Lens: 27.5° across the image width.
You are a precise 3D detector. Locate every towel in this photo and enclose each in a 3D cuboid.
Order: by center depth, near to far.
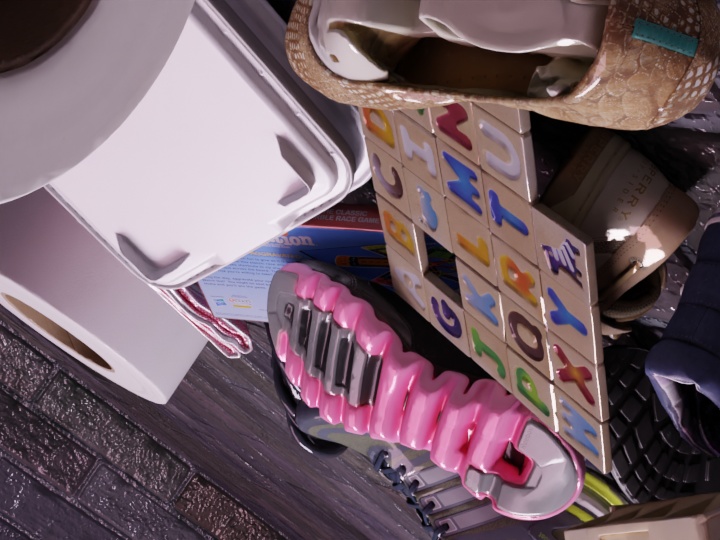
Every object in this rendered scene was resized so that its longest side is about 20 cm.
[{"bbox_3d":[-0.130,-0.042,0.961,0.146,0.030,0.200,46,-167,-31],"label":"towel"}]

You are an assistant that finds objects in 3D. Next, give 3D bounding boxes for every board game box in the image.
[{"bbox_3d":[0.000,0.000,0.810,0.198,0.020,0.103,5,148,15],"label":"board game box"}]

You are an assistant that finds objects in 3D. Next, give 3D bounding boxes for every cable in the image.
[{"bbox_3d":[-0.053,0.034,1.000,0.201,0.050,0.164,70,-174,-47],"label":"cable"}]

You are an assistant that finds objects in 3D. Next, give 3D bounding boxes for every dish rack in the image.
[{"bbox_3d":[-0.106,-0.077,0.719,0.171,0.044,0.200,-27,119,32],"label":"dish rack"}]

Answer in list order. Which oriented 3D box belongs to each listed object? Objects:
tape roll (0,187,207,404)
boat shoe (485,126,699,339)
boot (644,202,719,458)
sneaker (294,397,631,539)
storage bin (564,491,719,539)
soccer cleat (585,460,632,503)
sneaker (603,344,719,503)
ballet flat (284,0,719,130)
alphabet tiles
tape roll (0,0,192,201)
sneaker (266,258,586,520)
[{"bbox_3d":[-0.197,-0.007,1.153,0.202,0.140,0.203,31,165,10],"label":"tape roll"},{"bbox_3d":[0.103,0.005,0.676,0.064,0.072,0.200,32,164,9],"label":"boat shoe"},{"bbox_3d":[0.179,0.055,0.632,0.072,0.091,0.200,19,159,44],"label":"boot"},{"bbox_3d":[0.050,0.123,0.823,0.199,0.081,0.074,23,163,9],"label":"sneaker"},{"bbox_3d":[0.211,0.136,0.633,0.197,0.095,0.200,-4,169,-9],"label":"storage bin"},{"bbox_3d":[0.172,0.169,0.916,0.076,0.201,0.067,-30,134,31],"label":"soccer cleat"},{"bbox_3d":[0.172,0.108,0.862,0.200,0.076,0.087,43,169,-33],"label":"sneaker"},{"bbox_3d":[0.031,-0.091,0.521,0.199,0.071,0.065,9,178,42],"label":"ballet flat"},{"bbox_3d":[0.048,-0.025,0.639,0.167,0.008,0.201,42,153,44],"label":"alphabet tiles"},{"bbox_3d":[-0.167,-0.139,0.516,0.139,0.203,0.203,25,163,32],"label":"tape roll"},{"bbox_3d":[0.042,0.051,0.783,0.199,0.095,0.079,32,127,16],"label":"sneaker"}]
